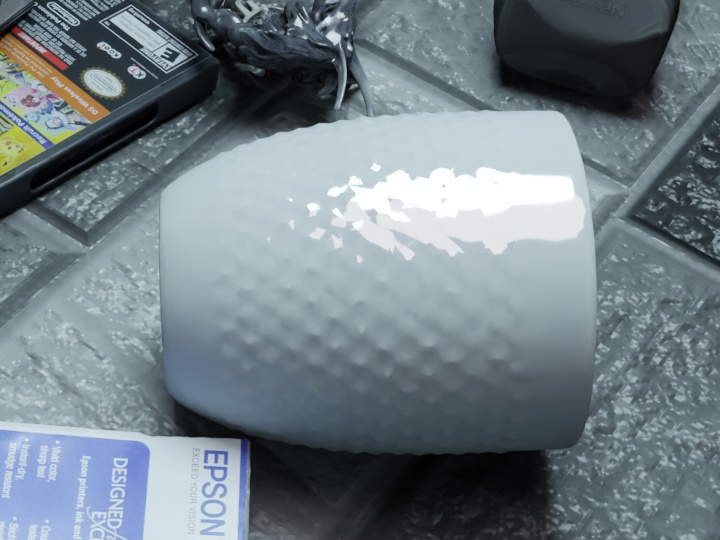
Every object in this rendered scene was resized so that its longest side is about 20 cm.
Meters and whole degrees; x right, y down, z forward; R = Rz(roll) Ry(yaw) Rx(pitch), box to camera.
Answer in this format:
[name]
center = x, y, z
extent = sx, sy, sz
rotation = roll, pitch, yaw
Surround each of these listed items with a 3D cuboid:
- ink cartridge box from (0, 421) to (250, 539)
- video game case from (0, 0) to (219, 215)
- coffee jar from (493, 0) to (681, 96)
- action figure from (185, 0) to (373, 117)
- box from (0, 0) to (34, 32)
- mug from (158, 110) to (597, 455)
[ink cartridge box]
center = -0.144, 0.143, 0.673
extent = 0.198, 0.047, 0.198
rotation = 7, 44, -7
[video game case]
center = -0.207, -0.117, 0.930
extent = 0.200, 0.026, 0.180
rotation = 37, 49, 22
[coffee jar]
center = 0.136, -0.189, 1.032
extent = 0.104, 0.086, 0.201
rotation = 16, 44, 0
[action figure]
center = -0.055, -0.161, 0.946
extent = 0.200, 0.103, 0.119
rotation = 37, 18, 29
[box]
center = -0.268, -0.146, 0.857
extent = 0.160, 0.044, 0.200
rotation = 31, 36, 5
[mug]
center = 0.000, 0.000, 0.791
extent = 0.174, 0.149, 0.200
rotation = -2, 15, -4
